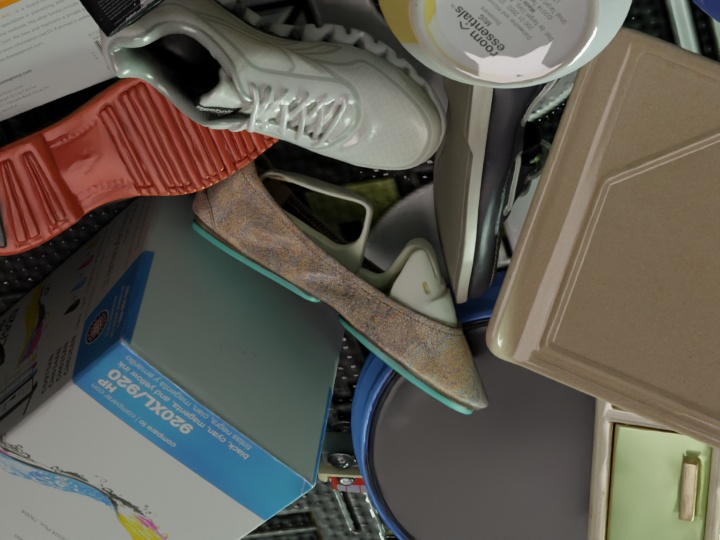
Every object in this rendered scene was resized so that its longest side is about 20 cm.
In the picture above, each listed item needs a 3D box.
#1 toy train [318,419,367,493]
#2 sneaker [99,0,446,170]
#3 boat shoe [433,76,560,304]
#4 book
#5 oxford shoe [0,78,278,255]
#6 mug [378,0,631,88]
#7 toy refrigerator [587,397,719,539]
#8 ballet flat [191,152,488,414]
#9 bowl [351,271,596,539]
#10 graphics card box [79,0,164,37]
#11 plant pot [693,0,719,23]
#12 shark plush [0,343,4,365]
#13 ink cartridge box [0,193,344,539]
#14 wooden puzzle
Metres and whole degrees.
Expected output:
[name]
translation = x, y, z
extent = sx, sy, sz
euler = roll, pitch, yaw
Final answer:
[toy train]
translation = 0.000, 0.114, 1.501
extent = 0.198, 0.034, 0.046
euler = 2, 144, 6
[sneaker]
translation = -0.048, -0.094, 1.260
extent = 0.199, 0.081, 0.075
euler = 23, 121, -17
[boat shoe]
translation = 0.077, -0.057, 1.313
extent = 0.062, 0.073, 0.201
euler = -7, 138, -10
[book]
translation = -0.186, -0.175, 1.267
extent = 0.133, 0.048, 0.201
euler = -18, 127, 18
[oxford shoe]
translation = -0.126, -0.073, 1.342
extent = 0.198, 0.073, 0.072
euler = -19, 104, 4
[mug]
translation = 0.047, -0.163, 1.114
extent = 0.185, 0.154, 0.150
euler = 3, 132, 1
[toy refrigerator]
translation = 0.169, 0.091, 1.356
extent = 0.075, 0.070, 0.202
euler = 9, 117, 15
[ballet flat]
translation = 0.000, 0.000, 1.355
extent = 0.199, 0.068, 0.067
euler = 34, 100, -1
[bowl]
translation = 0.092, 0.098, 1.435
extent = 0.199, 0.039, 0.202
euler = 2, 117, 4
[graphics card box]
translation = -0.126, -0.226, 1.152
extent = 0.125, 0.051, 0.201
euler = -36, 95, 19
[plant pot]
translation = 0.211, -0.228, 1.058
extent = 0.178, 0.201, 0.201
euler = -9, 131, 17
[shark plush]
translation = -0.244, 0.020, 1.363
extent = 0.083, 0.201, 0.091
euler = -22, 144, -14
[ink cartridge box]
translation = -0.132, 0.081, 1.413
extent = 0.144, 0.148, 0.200
euler = 37, 126, -22
[wooden puzzle]
translation = 0.184, -0.008, 1.261
extent = 0.199, 0.037, 0.186
euler = 21, 106, 8
